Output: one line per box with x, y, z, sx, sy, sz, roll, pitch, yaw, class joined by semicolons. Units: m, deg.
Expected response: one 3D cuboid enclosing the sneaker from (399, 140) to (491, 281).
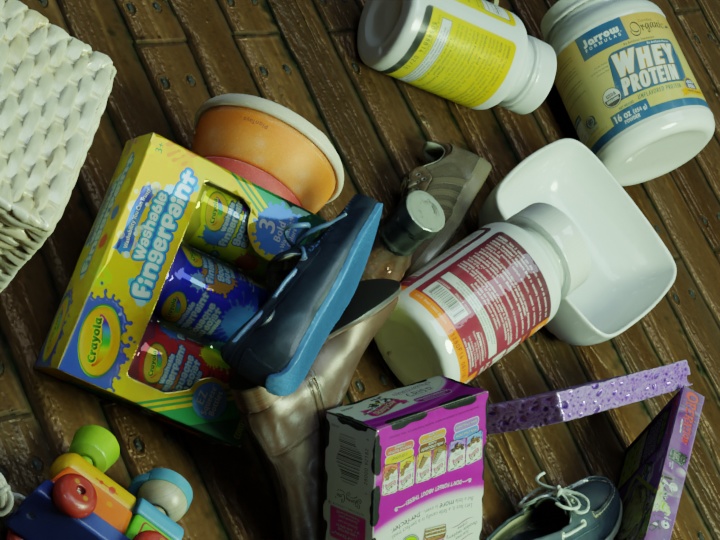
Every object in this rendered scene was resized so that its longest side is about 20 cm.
0.063;-0.056;1.619;0.075;0.071;0.200;28;41;4;sneaker

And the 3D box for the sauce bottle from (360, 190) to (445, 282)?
0.000;0.000;1.415;0.066;0.200;0.066;23;48;-28;sauce bottle

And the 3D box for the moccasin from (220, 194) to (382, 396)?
-0.043;0.004;1.265;0.068;0.081;0.200;21;45;11;moccasin

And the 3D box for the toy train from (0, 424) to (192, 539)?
-0.216;0.155;1.220;0.200;0.085;0.116;39;33;-12;toy train

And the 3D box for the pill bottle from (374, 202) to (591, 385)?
0.114;0.024;1.521;0.200;0.110;0.110;-33;85;-28;pill bottle

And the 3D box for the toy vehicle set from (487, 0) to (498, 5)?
0.067;-0.335;1.830;0.199;0.026;0.125;29;47;-21;toy vehicle set

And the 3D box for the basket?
-0.319;-0.101;1.250;0.198;0.161;0.201;32;47;-20;basket

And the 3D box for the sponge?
0.213;0.121;1.572;0.199;0.111;0.030;-9;84;-43;sponge

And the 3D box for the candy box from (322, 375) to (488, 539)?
0.035;0.198;1.328;0.136;0.061;0.201;-13;110;-44;candy box

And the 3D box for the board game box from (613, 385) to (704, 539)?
0.266;0.213;1.546;0.032;0.120;0.200;26;46;1;board game box

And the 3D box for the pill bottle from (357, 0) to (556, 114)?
0.105;-0.234;1.730;0.199;0.111;0.112;18;51;-29;pill bottle

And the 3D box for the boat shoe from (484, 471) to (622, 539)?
0.171;0.229;1.488;0.200;0.075;0.062;-26;116;-40;boat shoe

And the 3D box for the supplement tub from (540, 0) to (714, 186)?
0.295;-0.212;1.848;0.144;0.145;0.201;-4;65;-41;supplement tub

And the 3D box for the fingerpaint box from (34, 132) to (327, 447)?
-0.141;0.017;1.316;0.166;0.073;0.201;27;77;-23;fingerpaint box

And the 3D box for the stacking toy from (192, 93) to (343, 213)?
-0.115;-0.039;1.427;0.146;0.146;0.201;35;63;-16;stacking toy

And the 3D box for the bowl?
0.215;-0.023;1.702;0.200;0.075;0.200;53;44;3;bowl

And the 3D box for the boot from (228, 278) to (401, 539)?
-0.013;0.129;1.340;0.186;0.064;0.201;-36;120;-29;boot
